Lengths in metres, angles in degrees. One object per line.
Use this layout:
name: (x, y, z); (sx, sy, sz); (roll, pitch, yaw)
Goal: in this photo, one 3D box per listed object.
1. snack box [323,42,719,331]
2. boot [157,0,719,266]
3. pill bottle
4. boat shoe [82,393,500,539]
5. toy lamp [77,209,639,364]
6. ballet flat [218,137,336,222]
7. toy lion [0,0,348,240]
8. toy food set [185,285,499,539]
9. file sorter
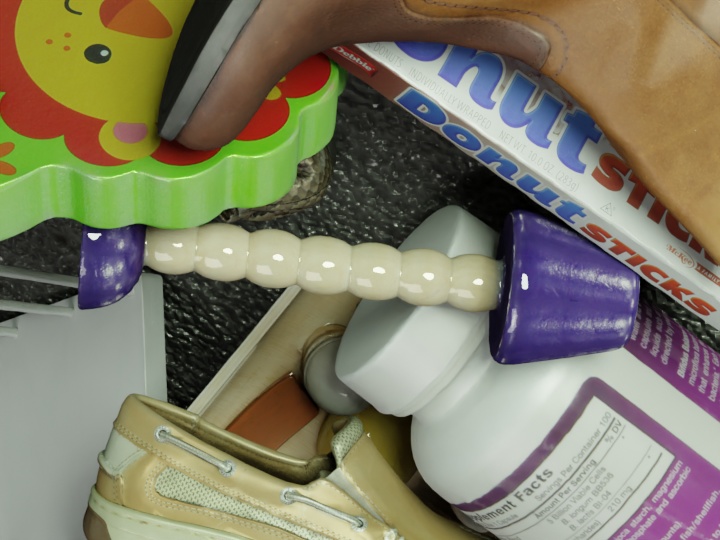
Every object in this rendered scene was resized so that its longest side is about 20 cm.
snack box: (0.069, -0.063, 0.757); (0.199, 0.072, 0.024); (34, 159, -11)
boot: (0.055, -0.067, 0.707); (0.200, 0.189, 0.068); (39, 180, -18)
pill bottle: (0.091, 0.064, 0.865); (0.199, 0.113, 0.112); (36, 142, -13)
boat shoe: (-0.009, 0.097, 0.874); (0.198, 0.077, 0.072); (15, -173, -9)
toy lamp: (0.000, 0.000, 0.773); (0.198, 0.059, 0.058); (5, 143, -5)
ballet flat: (-0.107, -0.057, 0.891); (0.198, 0.047, 0.068); (16, 142, 14)
toy lion: (-0.110, -0.074, 0.758); (0.191, 0.200, 0.069); (34, 146, 21)
toy food set: (0.010, 0.104, 0.934); (0.200, 0.144, 0.060); (38, -174, -15)
file sorter: (-0.197, 0.084, 1.001); (0.124, 0.140, 0.199); (10, 160, -44)
